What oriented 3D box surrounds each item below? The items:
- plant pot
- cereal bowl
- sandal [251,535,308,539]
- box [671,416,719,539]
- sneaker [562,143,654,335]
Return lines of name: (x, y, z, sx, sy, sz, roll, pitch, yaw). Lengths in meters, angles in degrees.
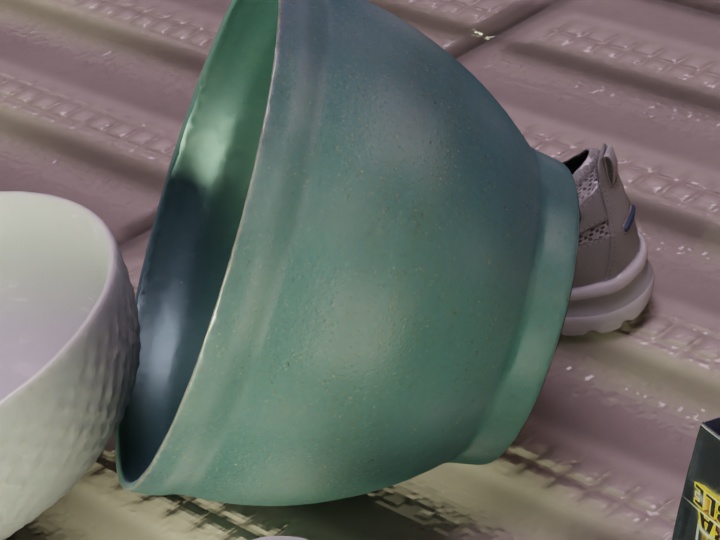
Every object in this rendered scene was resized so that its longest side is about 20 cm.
plant pot: (0.000, 0.000, 0.976, 0.133, 0.201, 0.201, 16, 26, -12)
cereal bowl: (-0.173, 0.056, 0.995, 0.199, 0.084, 0.200, -13, 29, 7)
sandal: (-0.043, 0.157, 0.820, 0.050, 0.082, 0.203, -43, 12, 34)
box: (0.216, 0.080, 0.761, 0.199, 0.046, 0.159, -13, 35, -35)
sneaker: (0.021, -0.022, 1.092, 0.198, 0.083, 0.075, -3, 29, 11)
